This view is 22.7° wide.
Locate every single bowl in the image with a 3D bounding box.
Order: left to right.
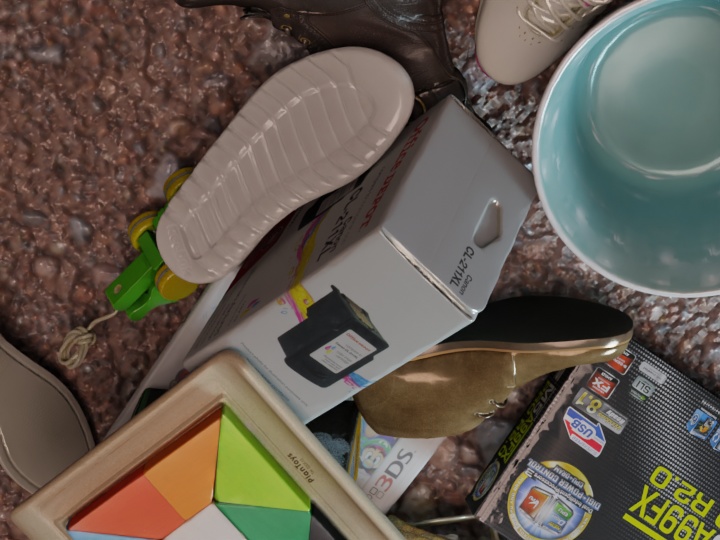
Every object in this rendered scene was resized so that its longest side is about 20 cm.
[{"bbox_3d":[0.202,-0.095,1.113,0.200,0.105,0.202,0,116,1],"label":"bowl"}]

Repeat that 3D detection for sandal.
[{"bbox_3d":[-0.050,-0.072,1.133,0.202,0.050,0.083,-36,87,19],"label":"sandal"}]

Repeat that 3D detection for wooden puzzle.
[{"bbox_3d":[-0.095,0.171,1.134,0.200,0.037,0.185,-36,107,17],"label":"wooden puzzle"}]

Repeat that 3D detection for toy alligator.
[{"bbox_3d":[-0.129,-0.003,1.216,0.054,0.059,0.200,16,122,-48],"label":"toy alligator"}]

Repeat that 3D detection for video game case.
[{"bbox_3d":[-0.056,0.110,1.272,0.199,0.024,0.182,33,112,-9],"label":"video game case"}]

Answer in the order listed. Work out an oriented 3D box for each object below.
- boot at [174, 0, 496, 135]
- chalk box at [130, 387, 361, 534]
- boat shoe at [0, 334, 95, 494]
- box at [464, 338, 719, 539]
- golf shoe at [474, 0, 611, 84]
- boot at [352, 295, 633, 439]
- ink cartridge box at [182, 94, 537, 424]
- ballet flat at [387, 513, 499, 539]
[{"bbox_3d":[-0.019,-0.129,1.145,0.199,0.069,0.175,-3,121,14],"label":"boot"},{"bbox_3d":[-0.103,0.163,1.219,0.199,0.125,0.125,3,113,4],"label":"chalk box"},{"bbox_3d":[-0.263,0.089,1.260,0.060,0.074,0.200,3,142,48],"label":"boat shoe"},{"bbox_3d":[0.198,0.150,1.233,0.200,0.044,0.161,34,93,-10],"label":"box"},{"bbox_3d":[0.129,-0.184,1.085,0.075,0.092,0.200,29,124,-10],"label":"golf shoe"},{"bbox_3d":[0.087,0.065,1.197,0.199,0.074,0.076,-8,107,18],"label":"boot"},{"bbox_3d":[0.000,0.000,1.119,0.083,0.146,0.200,43,132,-14],"label":"ink cartridge box"},{"bbox_3d":[0.104,0.209,1.280,0.199,0.071,0.071,8,114,-9],"label":"ballet flat"}]
